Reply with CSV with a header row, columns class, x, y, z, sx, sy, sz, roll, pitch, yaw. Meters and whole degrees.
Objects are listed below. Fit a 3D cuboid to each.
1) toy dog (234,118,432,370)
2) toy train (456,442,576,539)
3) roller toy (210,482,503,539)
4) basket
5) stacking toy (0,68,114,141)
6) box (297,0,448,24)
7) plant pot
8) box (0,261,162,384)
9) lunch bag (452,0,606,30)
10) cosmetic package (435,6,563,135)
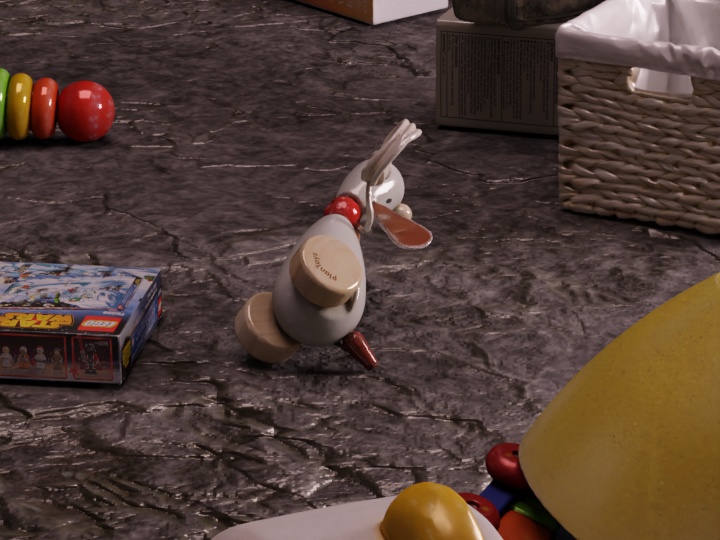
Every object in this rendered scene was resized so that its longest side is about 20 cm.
class,x,y,z,sx,sy,sz,roll,pitch,yaw
toy dog,0.000,0.000,1.762,0.200,0.096,0.132,-51,6,-29
toy train,0.086,0.177,1.336,0.115,0.085,0.200,21,27,17
roller toy,0.007,0.194,1.124,0.139,0.201,0.182,-8,2,-22
basket,0.282,-0.135,2.028,0.197,0.162,0.200,12,23,29
stacking toy,-0.318,-0.144,2.202,0.199,0.086,0.085,6,20,-3
box,-0.009,-0.361,2.644,0.106,0.153,0.200,-17,26,-36
plant pot,0.207,0.086,1.367,0.199,0.142,0.200,24,20,-10
box,-0.251,0.034,1.763,0.199,0.040,0.137,3,20,8
lunch bag,0.193,-0.286,2.177,0.167,0.140,0.200,13,20,27
cosmetic package,0.173,-0.180,2.233,0.199,0.104,0.087,8,21,17
